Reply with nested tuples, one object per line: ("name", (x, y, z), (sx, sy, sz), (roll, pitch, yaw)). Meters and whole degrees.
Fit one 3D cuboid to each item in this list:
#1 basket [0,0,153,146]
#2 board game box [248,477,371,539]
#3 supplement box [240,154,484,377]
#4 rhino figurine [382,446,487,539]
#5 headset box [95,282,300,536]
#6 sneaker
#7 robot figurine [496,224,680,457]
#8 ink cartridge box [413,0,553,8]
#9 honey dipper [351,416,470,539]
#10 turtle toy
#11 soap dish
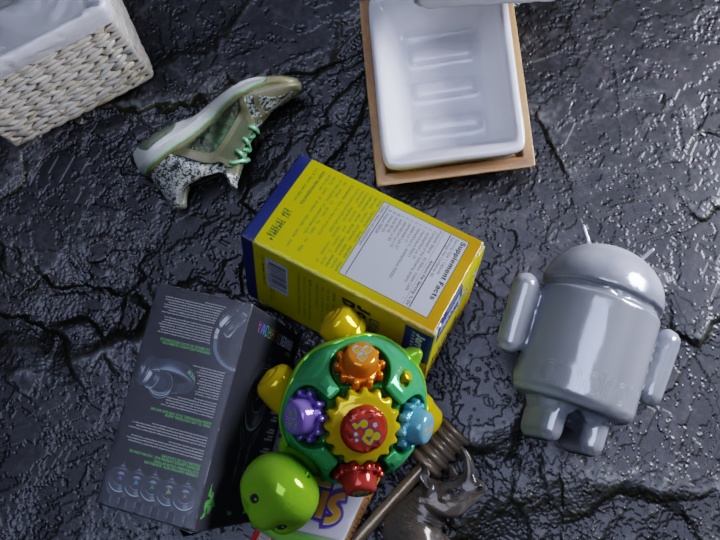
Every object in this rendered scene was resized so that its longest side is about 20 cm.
("basket", (-0.352, -0.274, 0.894), (0.198, 0.161, 0.200), (-27, 75, 2))
("board game box", (-0.029, 0.187, 0.803), (0.095, 0.030, 0.202), (21, 80, 25))
("supplement box", (0.000, 0.000, 0.798), (0.198, 0.110, 0.109), (27, 61, 13))
("rhino figurine", (0.058, 0.253, 0.758), (0.086, 0.060, 0.203), (20, 95, 11))
("headset box", (-0.139, 0.134, 0.766), (0.091, 0.174, 0.203), (12, 78, 12))
("sneaker", (-0.137, -0.131, 0.889), (0.198, 0.077, 0.089), (-30, 88, 6))
("robot figurine", (0.208, 0.063, 0.767), (0.168, 0.113, 0.203), (20, 80, -9))
("ink cartridge box", (0.125, -0.344, 0.834), (0.144, 0.084, 0.201), (-1, 41, 7))
("honey dipper", (0.025, 0.225, 0.798), (0.038, 0.038, 0.200), (41, 88, 14))
("turtle toy", (-0.020, 0.137, 0.716), (0.200, 0.101, 0.146), (-43, 102, -1))
("soap dish", (0.085, -0.185, 0.856), (0.155, 0.081, 0.203), (-7, 77, 6))
